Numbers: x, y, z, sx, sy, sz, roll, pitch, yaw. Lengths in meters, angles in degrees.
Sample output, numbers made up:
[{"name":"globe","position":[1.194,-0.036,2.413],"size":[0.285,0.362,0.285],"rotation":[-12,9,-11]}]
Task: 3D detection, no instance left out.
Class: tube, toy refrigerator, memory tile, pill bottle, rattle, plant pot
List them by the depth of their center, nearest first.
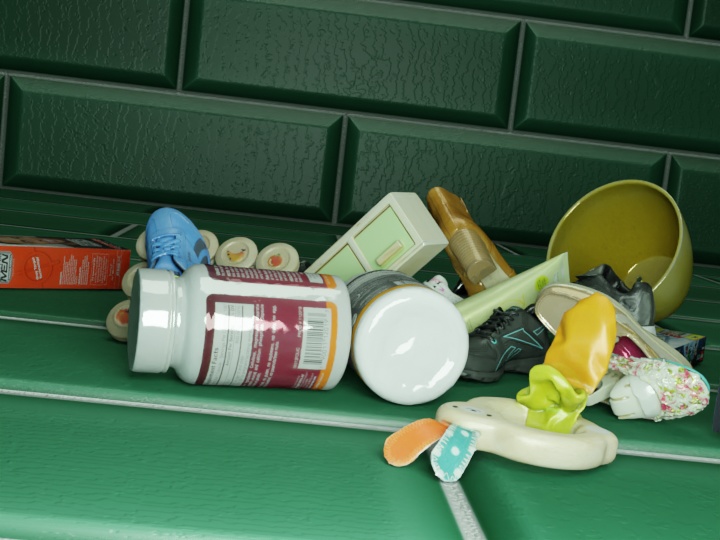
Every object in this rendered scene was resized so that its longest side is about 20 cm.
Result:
[{"name":"rattle","position":[0.123,0.092,0.880],"size":[0.198,0.144,0.130],"rotation":[10,23,-27]},{"name":"pill bottle","position":[-0.117,0.054,1.042],"size":[0.198,0.115,0.114],"rotation":[5,7,-18]},{"name":"pill bottle","position":[0.032,0.061,1.127],"size":[0.115,0.118,0.200],"rotation":[5,6,-12]},{"name":"memory tile","position":[-0.174,0.022,1.205],"size":[0.198,0.154,0.017],"rotation":[8,-33,16]},{"name":"toy refrigerator","position":[0.000,0.000,1.275],"size":[0.076,0.200,0.070],"rotation":[57,27,16]},{"name":"tube","position":[0.166,0.044,1.313],"size":[0.199,0.052,0.058],"rotation":[-23,-6,-10]},{"name":"plant pot","position":[0.378,-0.002,1.505],"size":[0.199,0.201,0.142],"rotation":[13,-17,46]}]

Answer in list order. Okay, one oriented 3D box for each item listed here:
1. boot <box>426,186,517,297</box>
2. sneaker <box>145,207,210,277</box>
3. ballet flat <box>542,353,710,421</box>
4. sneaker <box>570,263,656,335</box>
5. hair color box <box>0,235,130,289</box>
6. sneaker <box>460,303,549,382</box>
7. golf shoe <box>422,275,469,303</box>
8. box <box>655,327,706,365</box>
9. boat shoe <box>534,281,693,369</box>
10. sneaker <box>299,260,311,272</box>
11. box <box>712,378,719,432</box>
[{"name":"boot","position":[0.153,-0.014,1.391],"size":[0.201,0.070,0.145],"rotation":[51,13,-48]},{"name":"sneaker","position":[-0.199,-0.005,1.172],"size":[0.065,0.201,0.079],"rotation":[-19,-37,0]},{"name":"ballet flat","position":[0.262,0.122,1.120],"size":[0.064,0.076,0.199],"rotation":[-34,23,-28]},{"name":"sneaker","position":[0.291,0.034,1.396],"size":[0.199,0.091,0.066],"rotation":[11,7,40]},{"name":"hair color box","position":[-0.435,-0.012,1.527],"size":[0.199,0.062,0.101],"rotation":[0,10,-39]},{"name":"sneaker","position":[0.151,0.080,1.248],"size":[0.075,0.080,0.199],"rotation":[12,10,39]},{"name":"golf shoe","position":[0.075,0.050,1.376],"size":[0.072,0.093,0.199],"rotation":[12,10,41]},{"name":"box","position":[0.366,0.102,1.450],"size":[0.136,0.038,0.199],"rotation":[10,7,31]},{"name":"boat shoe","position":[0.275,0.081,1.210],"size":[0.199,0.074,0.069],"rotation":[32,26,19]},{"name":"sneaker","position":[-0.011,0.033,1.454],"size":[0.198,0.087,0.080],"rotation":[8,8,8]},{"name":"box","position":[0.474,0.121,1.011],"size":[0.198,0.125,0.198],"rotation":[5,7,-30]}]
